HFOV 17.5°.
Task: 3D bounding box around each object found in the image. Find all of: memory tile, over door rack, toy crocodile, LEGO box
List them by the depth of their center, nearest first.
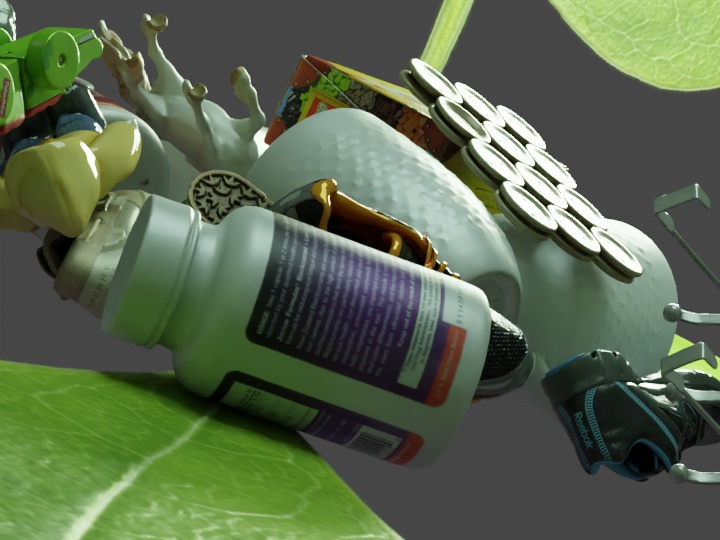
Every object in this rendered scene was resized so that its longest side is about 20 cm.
[{"bbox_3d":[-0.226,-0.109,1.429,0.067,0.062,0.200,4,22,25],"label":"toy crocodile"},{"bbox_3d":[0.227,0.061,1.561,0.067,0.148,0.200,-13,-41,19],"label":"over door rack"},{"bbox_3d":[0.114,-0.072,1.690,0.153,0.017,0.200,24,25,-44],"label":"memory tile"},{"bbox_3d":[0.046,-0.089,1.812,0.149,0.077,0.200,30,9,31],"label":"LEGO box"}]

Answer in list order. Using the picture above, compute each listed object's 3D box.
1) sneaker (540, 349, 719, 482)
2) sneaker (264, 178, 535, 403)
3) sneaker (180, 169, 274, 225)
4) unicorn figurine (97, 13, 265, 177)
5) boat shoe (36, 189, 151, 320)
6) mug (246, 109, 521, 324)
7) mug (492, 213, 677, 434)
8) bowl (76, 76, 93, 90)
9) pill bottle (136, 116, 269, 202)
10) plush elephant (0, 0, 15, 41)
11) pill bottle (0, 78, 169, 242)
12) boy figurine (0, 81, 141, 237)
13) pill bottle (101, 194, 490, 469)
[{"bbox_3d":[0.198,0.112,1.626,0.200,0.073,0.082,11,55,-48],"label":"sneaker"},{"bbox_3d":[0.025,0.014,1.401,0.200,0.077,0.078,28,46,-18],"label":"sneaker"},{"bbox_3d":[-0.046,0.032,1.461,0.200,0.090,0.067,45,50,4],"label":"sneaker"},{"bbox_3d":[-0.113,-0.095,1.669,0.200,0.074,0.137,54,-19,37],"label":"unicorn figurine"},{"bbox_3d":[-0.168,-0.016,1.477,0.065,0.072,0.200,21,12,-14],"label":"boat shoe"},{"bbox_3d":[0.000,0.000,1.579,0.200,0.148,0.175,-18,42,-36],"label":"mug"},{"bbox_3d":[0.141,0.046,1.739,0.175,0.148,0.200,8,45,-50],"label":"mug"},{"bbox_3d":[-0.284,-0.129,1.957,0.201,0.090,0.201,21,7,-3],"label":"bowl"},{"bbox_3d":[-0.100,-0.062,1.832,0.110,0.110,0.200,25,7,30],"label":"pill bottle"},{"bbox_3d":[-0.311,-0.128,1.534,0.165,0.155,0.200,20,6,-13],"label":"plush elephant"},{"bbox_3d":[-0.221,-0.085,1.688,0.110,0.110,0.200,18,7,-31],"label":"pill bottle"},{"bbox_3d":[-0.196,-0.064,1.454,0.124,0.064,0.200,-20,15,0],"label":"boy figurine"},{"bbox_3d":[-0.038,0.030,1.309,0.200,0.111,0.111,20,6,-12],"label":"pill bottle"}]
